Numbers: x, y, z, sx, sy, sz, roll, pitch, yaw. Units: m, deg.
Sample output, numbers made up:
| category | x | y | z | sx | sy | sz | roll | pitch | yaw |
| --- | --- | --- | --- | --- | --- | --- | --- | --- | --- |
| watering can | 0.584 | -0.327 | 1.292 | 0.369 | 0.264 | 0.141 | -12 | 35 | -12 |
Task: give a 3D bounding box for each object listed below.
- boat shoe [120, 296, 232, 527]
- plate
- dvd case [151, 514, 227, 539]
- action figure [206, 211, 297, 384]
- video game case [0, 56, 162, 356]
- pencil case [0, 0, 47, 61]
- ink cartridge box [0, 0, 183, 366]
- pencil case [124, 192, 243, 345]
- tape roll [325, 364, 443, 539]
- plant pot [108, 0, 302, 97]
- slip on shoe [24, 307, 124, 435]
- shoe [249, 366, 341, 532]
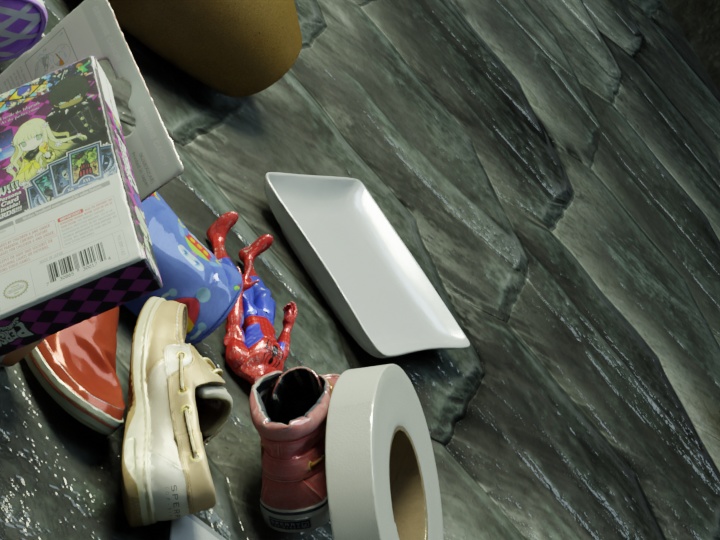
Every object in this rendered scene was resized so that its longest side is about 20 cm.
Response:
| category | x | y | z | sx | sy | sz | roll | pitch | yaw |
| --- | --- | --- | --- | --- | --- | --- | --- | --- | --- |
| boat shoe | -0.121 | 0.094 | 1.404 | 0.200 | 0.069 | 0.074 | -92 | 180 | -48 |
| plate | 0.000 | 0.000 | 1.895 | 0.200 | 0.032 | 0.200 | 57 | 21 | 14 |
| dvd case | -0.077 | 0.254 | 1.323 | 0.150 | 0.025 | 0.200 | 41 | 22 | -24 |
| action figure | -0.084 | 0.033 | 1.651 | 0.065 | 0.052 | 0.200 | 39 | 26 | -36 |
| video game case | -0.229 | -0.023 | 1.236 | 0.036 | 0.200 | 0.181 | 63 | 5 | -48 |
| pencil case | -0.309 | -0.252 | 1.616 | 0.085 | 0.084 | 0.200 | -10 | 53 | -26 |
| ink cartridge box | -0.199 | -0.060 | 1.344 | 0.050 | 0.200 | 0.162 | 25 | 33 | -54 |
| pencil case | -0.171 | -0.031 | 1.527 | 0.200 | 0.078 | 0.087 | 46 | 38 | -13 |
| tape roll | 0.020 | 0.170 | 1.518 | 0.203 | 0.037 | 0.203 | -8 | 90 | -76 |
| plant pot | -0.139 | -0.257 | 1.866 | 0.200 | 0.186 | 0.186 | 51 | 16 | -38 |
| slip on shoe | -0.193 | 0.026 | 1.414 | 0.074 | 0.061 | 0.200 | 33 | 28 | -43 |
| shoe | -0.034 | 0.105 | 1.543 | 0.200 | 0.071 | 0.091 | -67 | 155 | -63 |
